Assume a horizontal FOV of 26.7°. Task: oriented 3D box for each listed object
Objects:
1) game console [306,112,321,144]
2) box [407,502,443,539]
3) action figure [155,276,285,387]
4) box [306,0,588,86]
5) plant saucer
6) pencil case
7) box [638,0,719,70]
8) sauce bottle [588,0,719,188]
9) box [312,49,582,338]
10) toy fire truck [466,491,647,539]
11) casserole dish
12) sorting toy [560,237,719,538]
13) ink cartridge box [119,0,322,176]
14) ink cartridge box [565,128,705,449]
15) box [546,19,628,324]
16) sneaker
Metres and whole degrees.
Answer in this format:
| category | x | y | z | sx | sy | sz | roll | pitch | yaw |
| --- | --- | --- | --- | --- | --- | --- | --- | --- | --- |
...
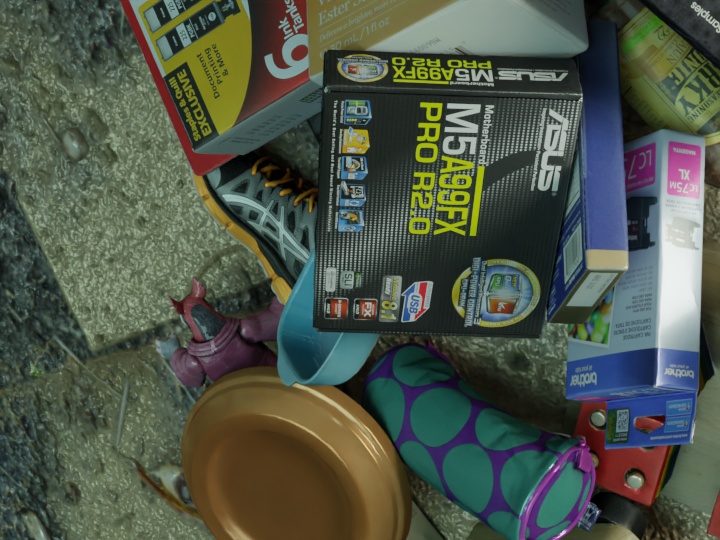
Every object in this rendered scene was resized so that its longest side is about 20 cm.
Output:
| category | x | y | z | sx | sy | sz | roll | pitch | yaw |
| --- | --- | --- | --- | --- | --- | --- | --- | --- | --- |
| game console | 0.037 | -0.135 | 1.146 | 0.176 | 0.031 | 0.201 | -24 | 96 | 28 |
| box | 0.053 | 0.285 | 1.265 | 0.200 | 0.068 | 0.082 | 50 | 124 | 5 |
| action figure | -0.093 | 0.093 | 1.225 | 0.133 | 0.149 | 0.200 | -32 | 119 | 17 |
| box | 0.050 | -0.220 | 0.995 | 0.152 | 0.106 | 0.202 | -23 | 60 | 37 |
| plant saucer | -0.057 | 0.171 | 1.183 | 0.198 | 0.037 | 0.202 | 12 | 121 | 21 |
| pencil case | 0.086 | 0.127 | 1.133 | 0.199 | 0.093 | 0.085 | 31 | 164 | 44 |
| box | 0.209 | -0.151 | 0.915 | 0.199 | 0.143 | 0.036 | 34 | 105 | -17 |
| sauce bottle | 0.233 | -0.105 | 1.024 | 0.200 | 0.065 | 0.065 | 47 | 123 | 4 |
| box | 0.050 | -0.045 | 0.982 | 0.159 | 0.044 | 0.201 | 3 | 130 | -3 |
| toy fire truck | 0.175 | 0.285 | 1.169 | 0.200 | 0.129 | 0.175 | 49 | 148 | -21 |
| casserole dish | 0.000 | 0.000 | 1.121 | 0.039 | 0.121 | 0.201 | 24 | 102 | -23 |
| sorting toy | 0.247 | 0.089 | 1.083 | 0.199 | 0.070 | 0.200 | 22 | 117 | 21 |
| ink cartridge box | -0.110 | -0.194 | 1.127 | 0.175 | 0.084 | 0.201 | -28 | 80 | 22 |
| ink cartridge box | 0.181 | 0.016 | 1.013 | 0.119 | 0.042 | 0.202 | 160 | 113 | -68 |
| box | 0.145 | -0.078 | 1.000 | 0.032 | 0.121 | 0.202 | 1 | 72 | -5 |
| sneaker | -0.059 | -0.045 | 1.207 | 0.077 | 0.078 | 0.200 | -37 | 96 | 27 |
